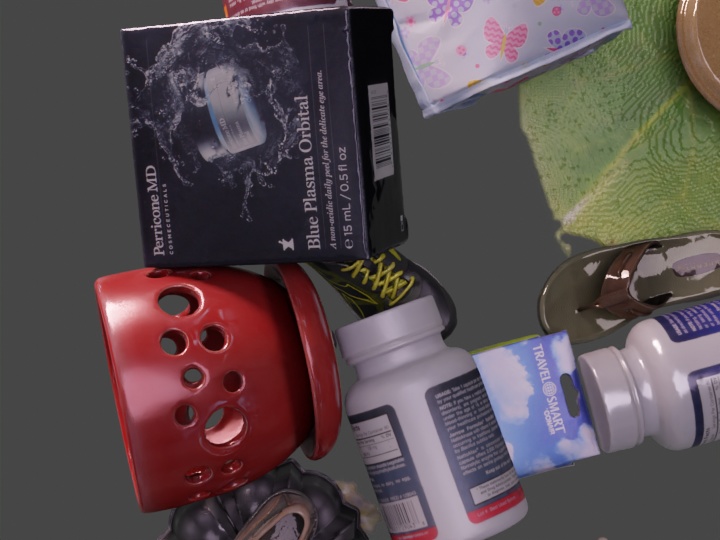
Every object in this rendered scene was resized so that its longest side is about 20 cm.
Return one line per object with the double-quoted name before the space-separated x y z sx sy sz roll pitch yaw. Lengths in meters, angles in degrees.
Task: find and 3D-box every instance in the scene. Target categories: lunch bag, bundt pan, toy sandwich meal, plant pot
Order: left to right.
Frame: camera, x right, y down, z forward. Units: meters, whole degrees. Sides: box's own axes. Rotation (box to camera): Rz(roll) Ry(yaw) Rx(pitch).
"plant pot" -0.120 0.087 1.207 0.181 0.200 0.202 -12 87 -14
"bundt pan" -0.084 0.267 1.255 0.200 0.076 0.203 0 88 -4
"lunch bag" 0.112 -0.246 1.276 0.199 0.127 0.170 -25 91 -15
"toy sandwich meal" 0.383 -0.210 1.324 0.204 0.070 0.207 0 83 -1

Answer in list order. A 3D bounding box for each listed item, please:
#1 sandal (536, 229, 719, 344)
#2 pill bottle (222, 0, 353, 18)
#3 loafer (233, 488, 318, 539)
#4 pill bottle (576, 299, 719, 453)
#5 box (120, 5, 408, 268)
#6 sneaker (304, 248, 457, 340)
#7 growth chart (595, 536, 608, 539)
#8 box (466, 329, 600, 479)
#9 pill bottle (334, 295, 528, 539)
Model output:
"sandal" 0.255 0.007 1.300 0.200 0.057 0.080 -19 87 1
"pill bottle" -0.068 -0.256 1.267 0.113 0.114 0.201 -10 87 -5
"loafer" -0.103 0.271 1.182 0.072 0.063 0.201 32 85 -3
"pill bottle" 0.300 0.093 1.271 0.199 0.120 0.121 -14 88 -5
"box" -0.076 -0.108 1.167 0.199 0.117 0.198 -2 98 19
"sneaker" 0.000 0.000 1.271 0.199 0.085 0.075 35 87 0
"growth chart" 0.194 0.341 1.299 0.200 0.018 0.145 -43 90 -5
"box" 0.103 0.135 1.287 0.199 0.048 0.123 -15 88 -3
"pill bottle" 0.054 0.129 1.204 0.119 0.120 0.201 -19 87 -5
